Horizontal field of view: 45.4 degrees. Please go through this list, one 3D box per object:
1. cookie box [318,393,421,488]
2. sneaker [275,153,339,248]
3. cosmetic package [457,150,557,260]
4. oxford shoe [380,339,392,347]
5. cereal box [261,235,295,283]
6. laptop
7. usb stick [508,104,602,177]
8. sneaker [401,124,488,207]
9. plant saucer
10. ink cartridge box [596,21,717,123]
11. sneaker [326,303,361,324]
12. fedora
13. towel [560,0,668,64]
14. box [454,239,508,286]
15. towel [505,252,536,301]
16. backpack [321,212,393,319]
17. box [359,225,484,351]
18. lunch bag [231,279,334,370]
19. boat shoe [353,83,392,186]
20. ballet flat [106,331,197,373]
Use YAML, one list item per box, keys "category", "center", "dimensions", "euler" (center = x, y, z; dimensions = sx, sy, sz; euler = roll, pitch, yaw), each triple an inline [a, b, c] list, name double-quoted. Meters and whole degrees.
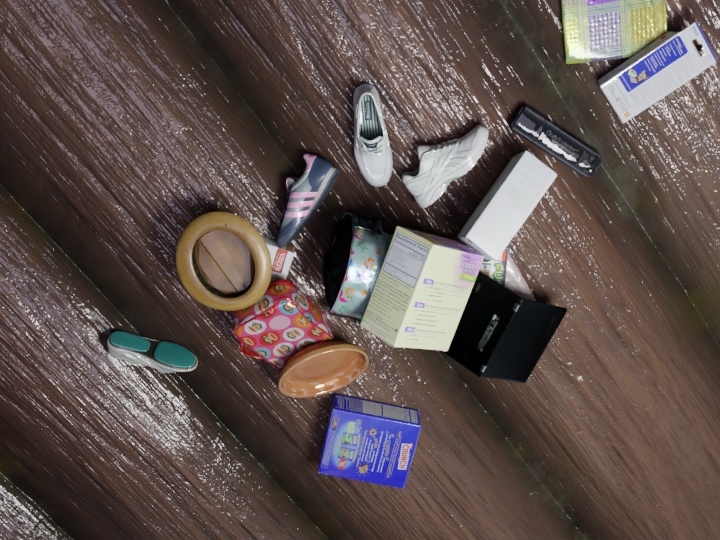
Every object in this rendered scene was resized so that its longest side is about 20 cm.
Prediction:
- category: "cookie box"
  center: [0.019, 0.379, 1.904]
  dimensions: [0.197, 0.075, 0.173]
  euler: [12, 112, -4]
- category: "sneaker"
  center: [-0.124, -0.140, 1.703]
  dimensions: [0.082, 0.070, 0.201]
  euler: [37, 106, 4]
- category: "cosmetic package"
  center: [0.277, -0.122, 1.642]
  dimensions: [0.081, 0.113, 0.201]
  euler: [34, 92, -3]
- category: "oxford shoe"
  center: [0.102, 0.065, 1.735]
  dimensions: [0.200, 0.070, 0.075]
  euler: [-47, 119, -5]
- category: "cereal box"
  center: [-0.247, -0.010, 1.762]
  dimensions: [0.197, 0.040, 0.145]
  euler: [18, 112, -7]
- category: "laptop"
  center: [0.281, 0.114, 1.755]
  dimensions: [0.199, 0.116, 0.189]
  euler: [33, 111, 19]
- category: "usb stick"
  center: [0.377, -0.250, 1.666]
  dimensions: [0.198, 0.033, 0.056]
  euler: [30, 103, -11]
- category: "sneaker"
  center: [0.159, -0.217, 1.658]
  dimensions: [0.099, 0.078, 0.200]
  euler: [43, 106, -12]
- category: "plant saucer"
  center: [-0.081, 0.203, 1.804]
  dimensions: [0.197, 0.038, 0.201]
  euler: [-15, 150, -9]
- category: "ink cartridge box"
  center: [0.549, -0.369, 1.597]
  dimensions: [0.199, 0.037, 0.095]
  euler: [-32, 117, 21]
- category: "sneaker"
  center: [0.026, 0.099, 1.788]
  dimensions: [0.197, 0.076, 0.080]
  euler: [6, 115, -2]
- category: "fedora"
  center: [-0.264, -0.023, 1.691]
  dimensions: [0.197, 0.082, 0.204]
  euler: [1, 106, 2]
- category: "towel"
  center: [0.470, -0.462, 1.583]
  dimensions: [0.197, 0.023, 0.146]
  euler: [-9, 113, 5]
- category: "box"
  center: [0.238, 0.040, 1.751]
  dimensions: [0.108, 0.035, 0.203]
  euler: [2, 112, 0]
- category: "towel"
  center: [0.240, 0.034, 1.784]
  dimensions: [0.190, 0.032, 0.201]
  euler: [-30, 109, 13]
- category: "backpack"
  center: [0.000, 0.000, 1.679]
  dimensions: [0.149, 0.200, 0.180]
  euler: [17, 111, -7]
- category: "box"
  center: [0.117, 0.037, 1.610]
  dimensions: [0.175, 0.096, 0.202]
  euler: [9, 106, -49]
- category: "lunch bag"
  center: [-0.167, 0.123, 1.764]
  dimensions: [0.175, 0.083, 0.200]
  euler: [-31, 134, 13]
- category: "boat shoe"
  center: [0.017, -0.251, 1.646]
  dimensions: [0.072, 0.067, 0.203]
  euler: [-12, 112, 5]
- category: "ballet flat"
  center: [-0.444, 0.183, 1.837]
  dimensions: [0.197, 0.070, 0.070]
  euler: [17, 112, -2]
